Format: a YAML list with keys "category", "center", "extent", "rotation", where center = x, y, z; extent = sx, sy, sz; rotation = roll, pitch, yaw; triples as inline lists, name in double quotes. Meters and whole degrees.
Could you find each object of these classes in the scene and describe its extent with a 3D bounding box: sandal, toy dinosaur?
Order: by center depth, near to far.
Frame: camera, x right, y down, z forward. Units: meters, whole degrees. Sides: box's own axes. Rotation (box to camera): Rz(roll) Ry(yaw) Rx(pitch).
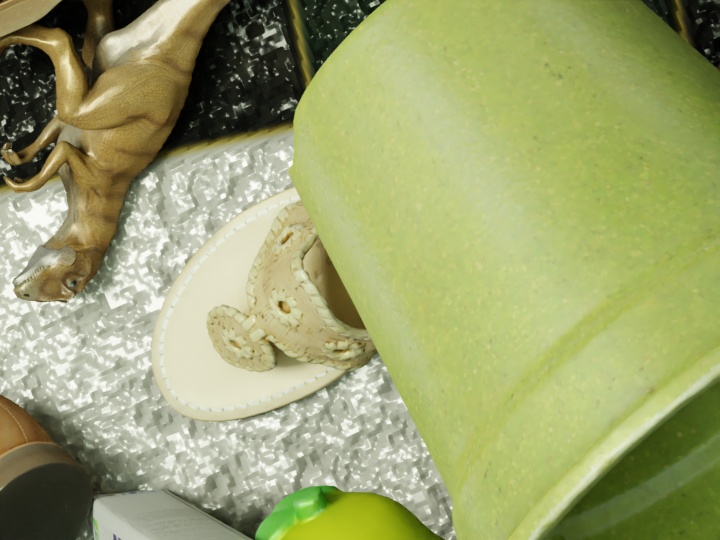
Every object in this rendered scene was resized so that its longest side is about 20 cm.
- category: "sandal"
  center: [-0.003, -0.005, 0.885]
  extent: [0.212, 0.070, 0.078]
  rotation: [-27, 86, 15]
- category: "toy dinosaur"
  center: [-0.089, -0.080, 0.919]
  extent: [0.106, 0.060, 0.200]
  rotation: [34, 112, -2]

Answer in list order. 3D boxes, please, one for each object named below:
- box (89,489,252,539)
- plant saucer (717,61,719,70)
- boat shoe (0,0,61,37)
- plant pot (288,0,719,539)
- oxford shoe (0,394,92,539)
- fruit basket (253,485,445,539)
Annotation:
- category: "box"
  center: [-0.062, 0.162, 0.852]
  extent: [0.036, 0.200, 0.144]
  rotation: [-6, 93, -14]
- category: "plant saucer"
  center: [0.192, -0.018, 0.807]
  extent: [0.200, 0.029, 0.200]
  rotation: [11, 107, 42]
- category: "boat shoe"
  center: [-0.097, -0.146, 0.882]
  extent: [0.200, 0.070, 0.070]
  rotation: [-22, 119, 2]
- category: "plant pot"
  center: [0.075, -0.002, 0.771]
  extent: [0.200, 0.200, 0.184]
  rotation: [-43, 64, 14]
- category: "oxford shoe"
  center: [-0.184, 0.137, 0.956]
  extent: [0.200, 0.071, 0.071]
  rotation: [-55, 51, 13]
- category: "fruit basket"
  center: [0.028, 0.177, 0.820]
  extent: [0.216, 0.216, 0.156]
  rotation: [33, 102, 11]
